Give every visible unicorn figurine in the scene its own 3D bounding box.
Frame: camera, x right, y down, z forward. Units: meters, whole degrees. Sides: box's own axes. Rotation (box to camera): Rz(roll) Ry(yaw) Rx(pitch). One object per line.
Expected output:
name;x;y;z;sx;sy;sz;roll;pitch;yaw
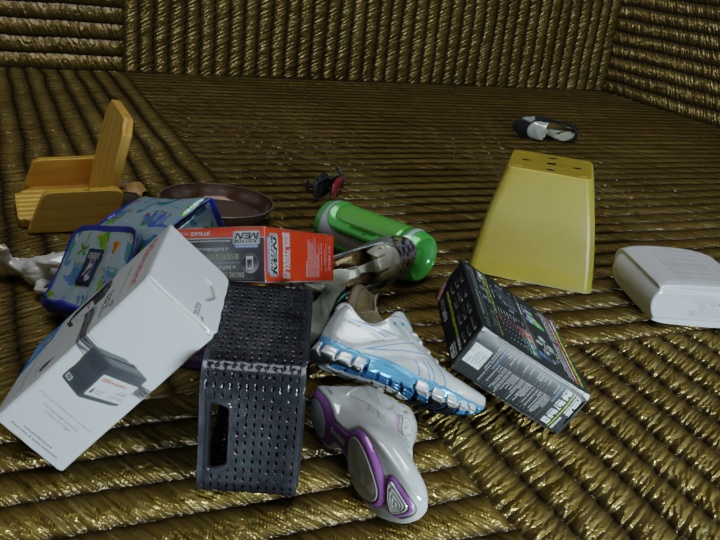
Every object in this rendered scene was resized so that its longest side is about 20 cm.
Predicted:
unicorn figurine;-0.411;-0.009;1.107;0.199;0.074;0.137;6;5;-45

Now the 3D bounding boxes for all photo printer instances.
photo printer;0.498;0.019;1.290;0.165;0.070;0.200;4;21;-6

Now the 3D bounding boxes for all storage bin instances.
storage bin;-0.098;0.109;0.800;0.093;0.136;0.200;5;22;-3

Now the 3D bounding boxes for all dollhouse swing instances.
dollhouse swing;-0.476;-0.181;1.353;0.180;0.177;0.200;-5;26;-24

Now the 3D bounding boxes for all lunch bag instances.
lunch bag;-0.280;-0.005;1.019;0.169;0.128;0.200;5;40;45

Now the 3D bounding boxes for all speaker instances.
speaker;0.021;-0.049;1.301;0.199;0.089;0.088;23;27;35

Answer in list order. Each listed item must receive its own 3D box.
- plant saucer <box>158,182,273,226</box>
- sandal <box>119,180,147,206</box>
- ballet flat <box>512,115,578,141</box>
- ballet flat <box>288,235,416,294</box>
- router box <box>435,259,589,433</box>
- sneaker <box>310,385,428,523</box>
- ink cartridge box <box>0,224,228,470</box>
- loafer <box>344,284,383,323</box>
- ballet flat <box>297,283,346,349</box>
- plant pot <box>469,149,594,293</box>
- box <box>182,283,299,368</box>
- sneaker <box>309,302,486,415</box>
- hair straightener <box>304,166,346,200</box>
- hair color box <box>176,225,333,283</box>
plant saucer;-0.252;-0.110;1.436;0.199;0.035;0.200;6;21;-2
sandal;-0.401;-0.132;1.423;0.080;0.054;0.200;-8;26;-32
ballet flat;0.542;-0.407;2.375;0.198;0.068;0.069;3;30;-9
ballet flat;0.000;0.000;1.155;0.199;0.073;0.072;-18;29;-18
router box;0.172;0.083;0.965;0.149;0.062;0.200;32;19;-12
sneaker;0.026;0.162;0.788;0.099;0.075;0.200;-4;24;-24
ink cartridge box;-0.230;0.068;0.780;0.084;0.200;0.145;46;12;-18
loafer;-0.002;0.076;1.004;0.067;0.076;0.200;29;19;0
ballet flat;-0.062;0.046;1.029;0.064;0.067;0.200;42;16;-4
plant pot;0.304;-0.095;1.374;0.198;0.178;0.200;12;22;12
box;-0.161;0.064;1.026;0.136;0.039;0.200;8;22;5
sneaker;0.051;0.092;0.886;0.199;0.087;0.075;25;-23;-8
hair straightener;-0.073;-0.185;1.667;0.076;0.041;0.200;9;22;5
hair color box;-0.116;-0.016;0.959;0.110;0.064;0.200;-1;0;19
